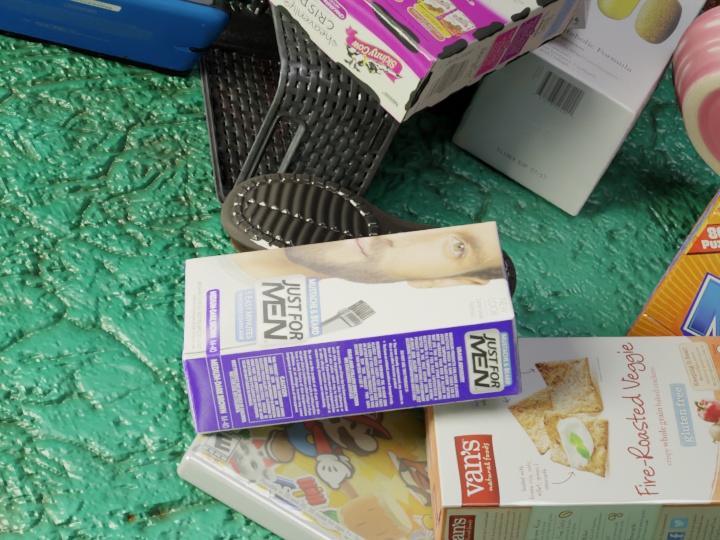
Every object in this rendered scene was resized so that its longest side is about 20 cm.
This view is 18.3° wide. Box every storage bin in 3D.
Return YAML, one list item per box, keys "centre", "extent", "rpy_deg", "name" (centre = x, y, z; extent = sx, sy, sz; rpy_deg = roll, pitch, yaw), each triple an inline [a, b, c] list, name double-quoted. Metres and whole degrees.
- centre: [-0.043, -0.145, 1.541]
  extent: [0.093, 0.135, 0.201]
  rpy_deg: [8, 45, -21]
  name: "storage bin"

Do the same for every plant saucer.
- centre: [0.310, -0.106, 1.612]
  extent: [0.200, 0.201, 0.051]
  rpy_deg: [33, 63, 5]
  name: "plant saucer"

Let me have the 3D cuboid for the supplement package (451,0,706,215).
- centre: [0.169, -0.156, 1.687]
  extent: [0.113, 0.110, 0.200]
  rpy_deg: [31, 42, 4]
  name: "supplement package"

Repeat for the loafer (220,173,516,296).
- centre: [0.000, 0.000, 1.475]
  extent: [0.199, 0.071, 0.073]
  rpy_deg: [20, 52, 0]
  name: "loafer"

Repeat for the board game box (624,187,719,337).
- centre: [0.306, 0.031, 1.509]
  extent: [0.199, 0.200, 0.200]
  rpy_deg: [34, 42, 5]
  name: "board game box"

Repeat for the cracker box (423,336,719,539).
- centre: [0.141, 0.107, 1.377]
  extent: [0.199, 0.058, 0.134]
  rpy_deg: [-1, 47, -3]
  name: "cracker box"

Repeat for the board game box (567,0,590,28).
- centre: [0.110, -0.242, 1.663]
  extent: [0.134, 0.034, 0.200]
  rpy_deg: [1, 34, 11]
  name: "board game box"

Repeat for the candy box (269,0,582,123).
- centre: [0.048, -0.191, 1.486]
  extent: [0.136, 0.061, 0.200]
  rpy_deg: [44, 43, 15]
  name: "candy box"

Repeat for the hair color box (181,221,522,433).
- centre: [-0.007, 0.033, 1.365]
  extent: [0.199, 0.065, 0.109]
  rpy_deg: [-6, 34, 0]
  name: "hair color box"

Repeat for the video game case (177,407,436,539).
- centre: [0.009, 0.116, 1.398]
  extent: [0.199, 0.023, 0.182]
  rpy_deg: [30, 41, 2]
  name: "video game case"

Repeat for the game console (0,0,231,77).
- centre: [-0.199, -0.217, 1.550]
  extent: [0.199, 0.171, 0.119]
  rpy_deg: [11, 71, -18]
  name: "game console"
